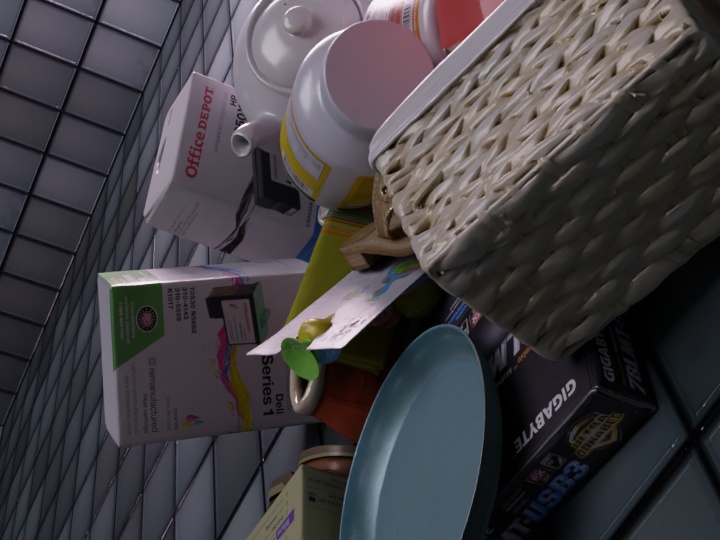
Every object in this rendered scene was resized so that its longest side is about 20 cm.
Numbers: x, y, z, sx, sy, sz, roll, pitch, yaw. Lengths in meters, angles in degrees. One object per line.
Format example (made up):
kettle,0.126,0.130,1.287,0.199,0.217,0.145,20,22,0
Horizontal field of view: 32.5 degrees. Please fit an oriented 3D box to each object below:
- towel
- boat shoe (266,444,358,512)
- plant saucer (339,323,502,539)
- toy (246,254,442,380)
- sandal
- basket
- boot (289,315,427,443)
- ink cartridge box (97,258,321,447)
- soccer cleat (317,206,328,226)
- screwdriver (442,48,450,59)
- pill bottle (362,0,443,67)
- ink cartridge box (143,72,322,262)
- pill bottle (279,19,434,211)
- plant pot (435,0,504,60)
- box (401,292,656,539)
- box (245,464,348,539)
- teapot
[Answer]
towel,0.000,0.000,0.998,0.201,0.085,0.018,-71,-9,-45
boat shoe,-0.027,0.191,0.991,0.200,0.071,0.069,126,153,-63
plant saucer,0.039,0.134,0.778,0.200,0.027,0.202,-162,90,-72
toy,0.021,0.021,0.917,0.199,0.048,0.115,-35,16,-37
sandal,0.027,-0.054,0.869,0.077,0.070,0.211,-38,8,-26
basket,0.121,-0.065,0.662,0.200,0.135,0.124,-42,37,23
boot,-0.005,0.047,0.999,0.075,0.106,0.201,126,156,-43
ink cartridge box,-0.134,0.072,1.131,0.084,0.198,0.147,-161,69,-68
soccer cleat,-0.011,-0.030,1.110,0.070,0.086,0.202,7,79,70
screwdriver,0.081,-0.087,0.830,0.200,0.028,0.029,53,-159,-63
pill bottle,0.066,-0.193,1.017,0.200,0.111,0.113,9,81,71
ink cartridge box,-0.104,-0.092,1.249,0.084,0.198,0.146,-46,32,50
pill bottle,-0.001,-0.119,0.949,0.200,0.111,0.113,134,152,-77
plant pot,0.128,-0.213,0.779,0.200,0.198,0.180,168,108,-68
box,0.096,0.068,0.795,0.201,0.049,0.200,-56,23,37
box,-0.038,0.279,0.886,0.176,0.096,0.201,-55,24,37
teapot,-0.039,-0.208,1.160,0.146,0.195,0.202,52,-162,-67
